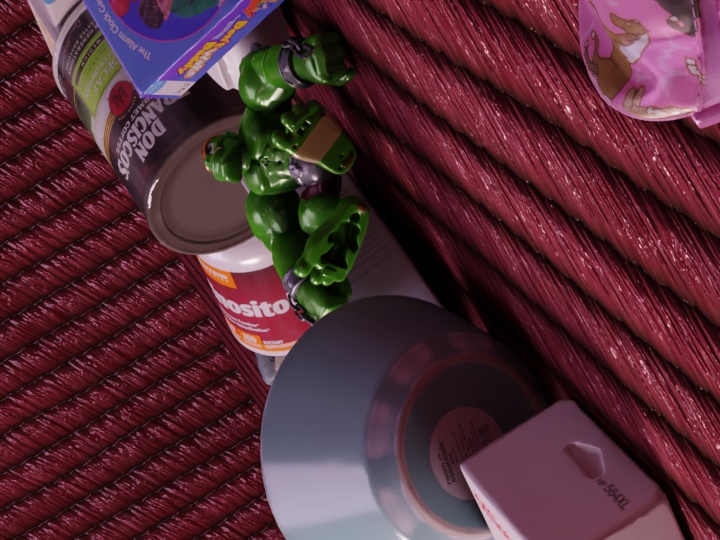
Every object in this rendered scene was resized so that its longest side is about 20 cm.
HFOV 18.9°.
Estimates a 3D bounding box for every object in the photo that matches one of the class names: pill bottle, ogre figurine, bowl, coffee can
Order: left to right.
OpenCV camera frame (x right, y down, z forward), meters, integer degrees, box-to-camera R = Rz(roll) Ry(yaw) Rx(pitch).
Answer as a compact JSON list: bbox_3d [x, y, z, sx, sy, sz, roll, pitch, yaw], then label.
[{"bbox_3d":[-0.152,-0.132,1.803,0.200,0.146,0.147,53,170,37],"label":"coffee can"},{"bbox_3d":[-0.089,-0.022,1.926,0.113,0.112,0.201,54,170,38],"label":"pill bottle"},{"bbox_3d":[-0.045,-0.071,1.470,0.120,0.098,0.201,35,151,55],"label":"ogre figurine"},{"bbox_3d":[0.046,0.112,1.388,0.105,0.200,0.202,-11,111,60],"label":"bowl"}]

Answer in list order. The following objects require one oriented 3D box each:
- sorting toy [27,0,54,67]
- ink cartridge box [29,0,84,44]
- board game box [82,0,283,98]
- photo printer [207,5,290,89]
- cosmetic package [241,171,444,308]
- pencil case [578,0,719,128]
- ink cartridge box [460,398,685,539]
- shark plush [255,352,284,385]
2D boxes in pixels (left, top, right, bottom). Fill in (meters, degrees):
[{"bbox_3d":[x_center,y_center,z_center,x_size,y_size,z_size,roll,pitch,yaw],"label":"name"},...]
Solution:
[{"bbox_3d":[-0.277,-0.258,2.359,0.180,0.107,0.200,47,166,28],"label":"sorting toy"},{"bbox_3d":[-0.232,-0.272,1.876,0.126,0.128,0.200,57,171,24],"label":"ink cartridge box"},{"bbox_3d":[-0.134,-0.231,1.386,0.201,0.134,0.045,58,-153,14],"label":"board game box"},{"bbox_3d":[-0.126,-0.245,1.516,0.167,0.069,0.201,52,168,40],"label":"photo printer"},{"bbox_3d":[0.000,0.000,1.558,0.200,0.074,0.102,53,180,35],"label":"cosmetic package"},{"bbox_3d":[0.080,-0.134,0.592,0.082,0.087,0.201,15,145,32],"label":"pencil case"},{"bbox_3d":[0.152,0.199,1.306,0.201,0.084,0.146,63,172,-26],"label":"ink cartridge box"},{"bbox_3d":[-0.115,0.025,2.361,0.201,0.083,0.091,59,172,11],"label":"shark plush"}]
